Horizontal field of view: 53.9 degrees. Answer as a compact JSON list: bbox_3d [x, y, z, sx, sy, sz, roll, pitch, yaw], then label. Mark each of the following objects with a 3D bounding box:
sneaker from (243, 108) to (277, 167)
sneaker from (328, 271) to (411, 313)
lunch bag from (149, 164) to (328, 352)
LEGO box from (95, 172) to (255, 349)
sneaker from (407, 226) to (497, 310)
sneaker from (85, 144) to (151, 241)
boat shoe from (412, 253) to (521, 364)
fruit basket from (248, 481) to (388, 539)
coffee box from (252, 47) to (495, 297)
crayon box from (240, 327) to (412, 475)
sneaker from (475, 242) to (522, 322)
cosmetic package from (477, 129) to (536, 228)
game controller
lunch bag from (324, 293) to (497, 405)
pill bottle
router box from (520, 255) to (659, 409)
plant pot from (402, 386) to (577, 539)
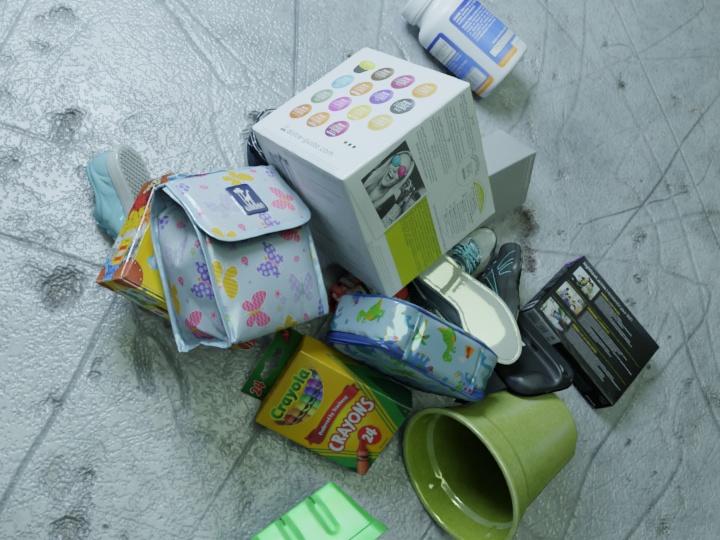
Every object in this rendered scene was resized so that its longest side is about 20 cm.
[{"bbox_3d":[-0.107,-0.124,0.984,0.077,0.146,0.203,-15,82,-25],"label":"sneaker"},{"bbox_3d":[0.000,0.000,1.028,0.108,0.067,0.202,-12,73,-14],"label":"sneaker"},{"bbox_3d":[-0.143,-0.021,0.833,0.169,0.127,0.200,-15,92,-48],"label":"lunch bag"},{"bbox_3d":[-0.207,-0.006,0.909,0.200,0.077,0.149,35,64,-34],"label":"LEGO box"},{"bbox_3d":[0.148,-0.004,1.072,0.200,0.086,0.078,-39,91,-25],"label":"sneaker"},{"bbox_3d":[-0.308,-0.062,0.944,0.074,0.082,0.200,-24,101,-63],"label":"sneaker"},{"bbox_3d":[0.142,0.049,0.977,0.073,0.062,0.200,-43,86,-17],"label":"boat shoe"},{"bbox_3d":[-0.045,0.386,0.849,0.215,0.156,0.216,5,61,-9],"label":"fruit basket"},{"bbox_3d":[0.022,-0.128,0.894,0.198,0.200,0.200,-39,135,-16],"label":"coffee box"},{"bbox_3d":[-0.048,0.172,0.933,0.200,0.051,0.127,29,111,-9],"label":"crayon box"},{"bbox_3d":[0.201,0.019,1.060,0.079,0.076,0.200,5,36,13],"label":"sneaker"},{"bbox_3d":[0.169,-0.126,1.089,0.200,0.107,0.090,-27,51,-24],"label":"cosmetic package"},{"bbox_3d":[0.221,0.108,1.036,0.104,0.042,0.200,-14,38,-16],"label":"game controller"},{"bbox_3d":[0.064,0.101,0.917,0.200,0.161,0.083,29,76,-29],"label":"lunch bag"},{"bbox_3d":[0.169,-0.394,1.180,0.200,0.112,0.112,40,66,-5],"label":"pill bottle"},{"bbox_3d":[0.370,0.098,1.142,0.149,0.051,0.200,-39,90,-27],"label":"router box"},{"bbox_3d":[0.192,0.246,0.974,0.184,0.200,0.201,-22,83,-36],"label":"plant pot"}]
